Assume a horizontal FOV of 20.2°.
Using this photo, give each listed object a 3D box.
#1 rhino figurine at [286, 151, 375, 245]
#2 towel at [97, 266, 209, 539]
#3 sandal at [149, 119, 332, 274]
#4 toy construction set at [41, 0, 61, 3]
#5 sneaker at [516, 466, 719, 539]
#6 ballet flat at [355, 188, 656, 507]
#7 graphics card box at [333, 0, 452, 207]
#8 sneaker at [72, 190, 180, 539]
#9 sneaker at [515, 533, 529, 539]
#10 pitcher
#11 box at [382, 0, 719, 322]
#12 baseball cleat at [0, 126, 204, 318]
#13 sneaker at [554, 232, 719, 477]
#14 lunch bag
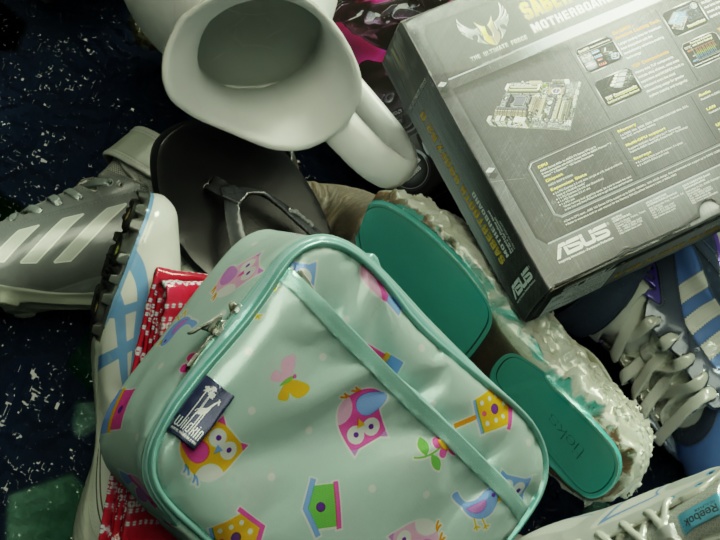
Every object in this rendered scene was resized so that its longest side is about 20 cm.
[{"bbox_3d":[0.000,0.000,1.103,0.199,0.060,0.088,32,67,5],"label":"rhino figurine"},{"bbox_3d":[-0.055,0.108,0.991,0.143,0.022,0.202,9,94,-28],"label":"towel"},{"bbox_3d":[-0.034,0.006,1.030,0.076,0.043,0.201,-35,94,-20],"label":"sandal"},{"bbox_3d":[-0.164,-0.229,1.154,0.199,0.092,0.132,-25,94,-15],"label":"toy construction set"},{"bbox_3d":[0.147,0.131,0.978,0.198,0.087,0.075,-17,62,-13],"label":"sneaker"},{"bbox_3d":[0.077,0.036,1.044,0.072,0.072,0.200,-37,81,-25],"label":"ballet flat"},{"bbox_3d":[0.016,-0.144,1.149,0.125,0.051,0.201,-40,78,8],"label":"graphics card box"},{"bbox_3d":[-0.103,0.059,1.008,0.072,0.072,0.202,4,103,-7],"label":"sneaker"},{"bbox_3d":[0.089,0.150,1.048,0.199,0.073,0.115,-28,71,-22],"label":"sneaker"},{"bbox_3d":[-0.048,-0.136,1.061,0.171,0.121,0.201,39,19,-36],"label":"pitcher"},{"bbox_3d":[0.133,-0.085,1.032,0.199,0.048,0.159,-24,75,-19],"label":"box"},{"bbox_3d":[-0.151,-0.024,1.064,0.198,0.070,0.108,4,81,-10],"label":"baseball cleat"},{"bbox_3d":[0.145,0.037,1.086,0.145,0.081,0.202,13,52,-28],"label":"sneaker"},{"bbox_3d":[-0.013,0.082,0.952,0.200,0.077,0.161,44,77,-24],"label":"lunch bag"}]
